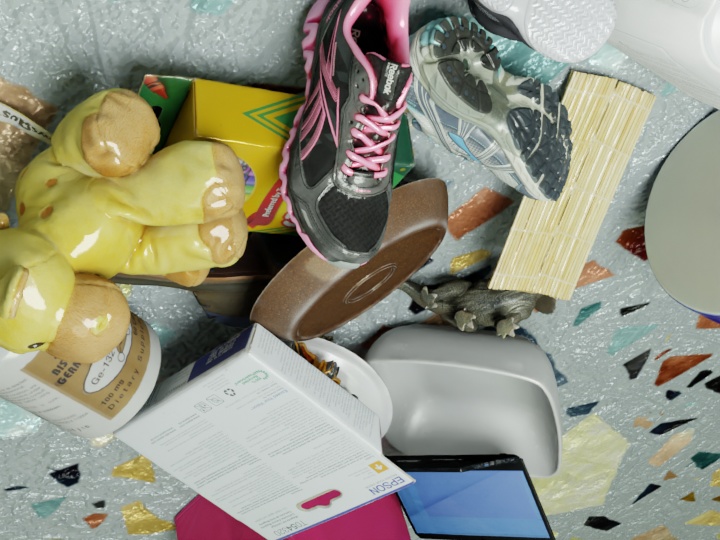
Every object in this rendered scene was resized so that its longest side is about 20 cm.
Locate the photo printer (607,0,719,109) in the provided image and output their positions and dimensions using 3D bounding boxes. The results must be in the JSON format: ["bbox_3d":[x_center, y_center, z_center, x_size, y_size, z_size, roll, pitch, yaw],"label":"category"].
[{"bbox_3d":[0.243,-0.169,0.679,0.200,0.166,0.070,19,106,-35],"label":"photo printer"}]

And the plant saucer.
[{"bbox_3d":[0.000,0.000,0.795,0.200,0.035,0.200,-35,167,-9],"label":"plant saucer"}]

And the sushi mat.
[{"bbox_3d":[0.182,-0.069,0.823,0.095,0.012,0.201,11,108,-28],"label":"sushi mat"}]

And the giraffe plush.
[{"bbox_3d":[-0.190,-0.013,0.628,0.199,0.163,0.173,18,147,5],"label":"giraffe plush"}]

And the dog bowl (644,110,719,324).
[{"bbox_3d":[0.349,-0.046,0.823,0.079,0.200,0.200,19,127,-32],"label":"dog bowl"}]

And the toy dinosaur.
[{"bbox_3d":[0.111,0.031,0.910,0.199,0.077,0.102,-13,174,13],"label":"toy dinosaur"}]

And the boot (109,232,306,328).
[{"bbox_3d":[-0.131,0.014,0.803,0.199,0.075,0.097,-1,133,-22],"label":"boot"}]

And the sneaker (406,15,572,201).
[{"bbox_3d":[0.092,-0.121,0.740,0.086,0.078,0.200,-1,150,46],"label":"sneaker"}]

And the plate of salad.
[{"bbox_3d":[-0.065,0.125,0.960,0.199,0.048,0.200,5,132,6],"label":"plate of salad"}]

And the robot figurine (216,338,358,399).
[{"bbox_3d":[-0.101,0.132,0.899,0.200,0.058,0.145,-26,121,30],"label":"robot figurine"}]

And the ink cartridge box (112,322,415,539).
[{"bbox_3d":[-0.084,0.152,0.845,0.196,0.043,0.200,-31,120,34],"label":"ink cartridge box"}]

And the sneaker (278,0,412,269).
[{"bbox_3d":[0.000,-0.103,0.627,0.079,0.201,0.095,5,172,-26],"label":"sneaker"}]

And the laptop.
[{"bbox_3d":[0.079,0.243,0.988,0.177,0.104,0.200,-9,171,33],"label":"laptop"}]

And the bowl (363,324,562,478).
[{"bbox_3d":[0.110,0.125,0.975,0.199,0.075,0.200,5,143,20],"label":"bowl"}]

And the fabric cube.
[{"bbox_3d":[-0.070,0.337,1.086,0.196,0.200,0.200,22,125,-38],"label":"fabric cube"}]

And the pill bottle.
[{"bbox_3d":[-0.263,0.046,0.757,0.114,0.115,0.200,-31,138,13],"label":"pill bottle"}]

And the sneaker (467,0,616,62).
[{"bbox_3d":[0.077,-0.214,0.631,0.200,0.114,0.076,42,97,-9],"label":"sneaker"}]

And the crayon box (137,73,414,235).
[{"bbox_3d":[-0.076,-0.079,0.713,0.199,0.051,0.127,5,154,-24],"label":"crayon box"}]
